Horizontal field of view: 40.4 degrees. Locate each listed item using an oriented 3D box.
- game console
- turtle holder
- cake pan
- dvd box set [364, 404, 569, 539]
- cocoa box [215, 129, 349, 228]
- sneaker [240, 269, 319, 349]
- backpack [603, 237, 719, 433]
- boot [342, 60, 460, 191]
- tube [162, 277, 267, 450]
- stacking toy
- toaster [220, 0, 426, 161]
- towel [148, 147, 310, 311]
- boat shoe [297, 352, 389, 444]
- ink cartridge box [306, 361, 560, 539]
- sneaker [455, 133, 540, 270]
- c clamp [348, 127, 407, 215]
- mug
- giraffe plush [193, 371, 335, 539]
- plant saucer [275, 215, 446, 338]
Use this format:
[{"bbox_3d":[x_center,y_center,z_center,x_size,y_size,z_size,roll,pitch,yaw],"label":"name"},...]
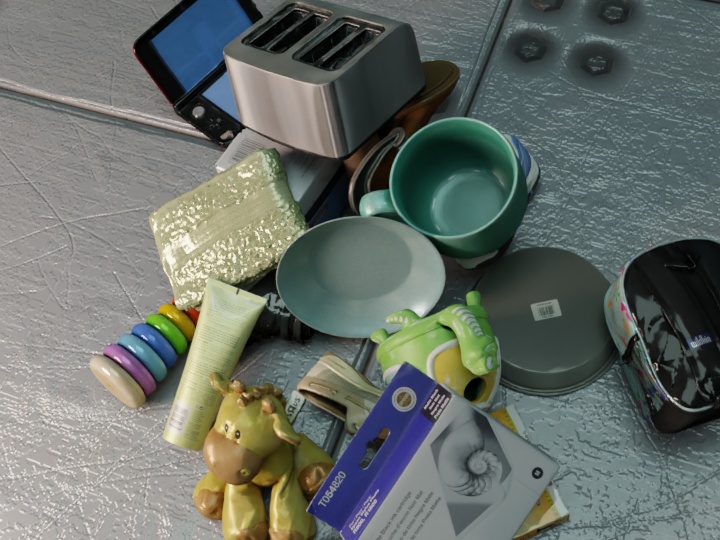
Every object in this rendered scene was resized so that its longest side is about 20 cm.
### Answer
[{"bbox_3d":[-0.192,-0.309,1.417,0.172,0.119,0.200,37,72,24],"label":"game console"},{"bbox_3d":[0.106,0.102,1.121,0.185,0.141,0.132,-31,72,38],"label":"turtle holder"},{"bbox_3d":[0.226,0.054,1.205,0.199,0.037,0.201,-3,61,6],"label":"cake pan"},{"bbox_3d":[0.116,0.256,1.113,0.199,0.029,0.147,-22,61,-4],"label":"dvd box set"},{"bbox_3d":[-0.074,-0.152,1.306,0.133,0.131,0.200,24,67,20],"label":"cocoa box"},{"bbox_3d":[-0.122,0.072,1.225,0.099,0.071,0.200,38,73,22],"label":"sneaker"},{"bbox_3d":[0.374,0.069,1.109,0.177,0.151,0.201,-17,69,-11],"label":"backpack"},{"bbox_3d":[0.061,-0.170,1.283,0.200,0.155,0.074,-38,51,-9],"label":"boot"},{"bbox_3d":[-0.180,0.115,1.179,0.052,0.058,0.201,20,91,52],"label":"tube"},{"bbox_3d":[-0.245,0.075,1.240,0.085,0.085,0.200,32,65,22],"label":"stacking toy"},{"bbox_3d":[-0.050,-0.230,1.170,0.180,0.119,0.200,24,55,33],"label":"toaster"},{"bbox_3d":[-0.163,-0.049,1.202,0.199,0.036,0.149,-28,77,16],"label":"towel"},{"bbox_3d":[0.011,0.171,1.128,0.200,0.072,0.065,33,63,31],"label":"boat shoe"},{"bbox_3d":[0.077,0.231,1.037,0.200,0.041,0.200,33,89,-6],"label":"ink cartridge box"},{"bbox_3d":[0.165,-0.089,1.259,0.075,0.077,0.200,2,54,36],"label":"sneaker"},{"bbox_3d":[0.072,-0.117,1.247,0.027,0.200,0.171,35,98,45],"label":"c clamp"},{"bbox_3d":[0.109,-0.096,1.177,0.184,0.114,0.153,19,81,24],"label":"mug"},{"bbox_3d":[-0.114,0.198,1.100,0.172,0.162,0.201,5,63,11],"label":"giraffe plush"},{"bbox_3d":[0.000,0.000,1.161,0.200,0.201,0.039,-7,44,4],"label":"plant saucer"}]
